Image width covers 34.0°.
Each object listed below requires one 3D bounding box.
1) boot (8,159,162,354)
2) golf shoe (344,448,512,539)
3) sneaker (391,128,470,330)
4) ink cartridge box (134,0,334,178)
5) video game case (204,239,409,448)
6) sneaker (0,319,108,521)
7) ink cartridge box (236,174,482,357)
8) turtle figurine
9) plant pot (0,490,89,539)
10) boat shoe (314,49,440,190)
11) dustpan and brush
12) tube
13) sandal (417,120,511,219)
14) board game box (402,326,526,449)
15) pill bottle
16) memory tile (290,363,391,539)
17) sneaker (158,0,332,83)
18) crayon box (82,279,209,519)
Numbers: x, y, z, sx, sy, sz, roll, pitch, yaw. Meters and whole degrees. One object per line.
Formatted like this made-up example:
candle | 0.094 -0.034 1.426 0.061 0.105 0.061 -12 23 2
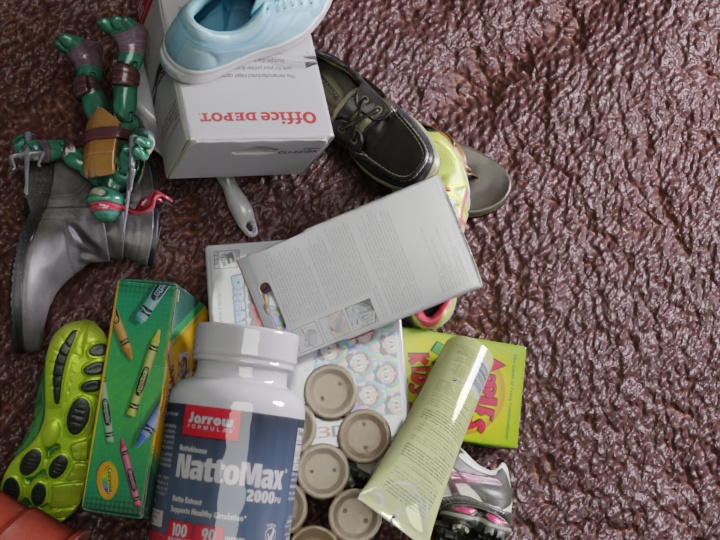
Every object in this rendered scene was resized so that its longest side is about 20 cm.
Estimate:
boot | -0.252 -0.016 1.093 0.131 0.070 0.202 9 79 -15
golf shoe | 0.055 0.205 1.142 0.199 0.077 0.089 22 57 -13
sneaker | 0.070 -0.036 1.139 0.078 0.090 0.202 -3 97 4
ink cartridge box | -0.121 -0.192 1.105 0.143 0.084 0.201 -4 70 -25
video game case | -0.050 0.069 1.108 0.181 0.024 0.202 -4 79 -4
sneaker | -0.265 0.141 1.061 0.074 0.084 0.201 20 95 -6
ink cartridge box | 0.000 0.000 1.075 0.199 0.050 0.110 -22 92 4
turtle figurine | -0.236 -0.119 1.059 0.149 0.101 0.202 -6 75 18
plant pot | -0.362 0.238 0.967 0.195 0.201 0.201 37 74 2
boat shoe | -0.004 -0.146 1.134 0.200 0.065 0.073 43 100 33
dustpan and brush | -0.146 -0.127 1.153 0.139 0.057 0.201 -26 81 -29
tube | 0.064 0.148 1.070 0.058 0.052 0.201 11 49 22
sandal | 0.066 -0.121 1.198 0.199 0.055 0.082 35 74 -6
board game box | 0.059 0.112 1.161 0.198 0.048 0.102 10 78 -12
pill bottle | -0.109 0.149 1.002 0.119 0.120 0.202 8 82 -13
memory tile | -0.054 0.198 1.067 0.200 0.017 0.154 -38 87 -8
sneaker | -0.086 -0.234 1.041 0.074 0.082 0.200 48 58 1
crayon box | -0.188 0.118 1.055 0.058 0.119 0.202 5 79 8
